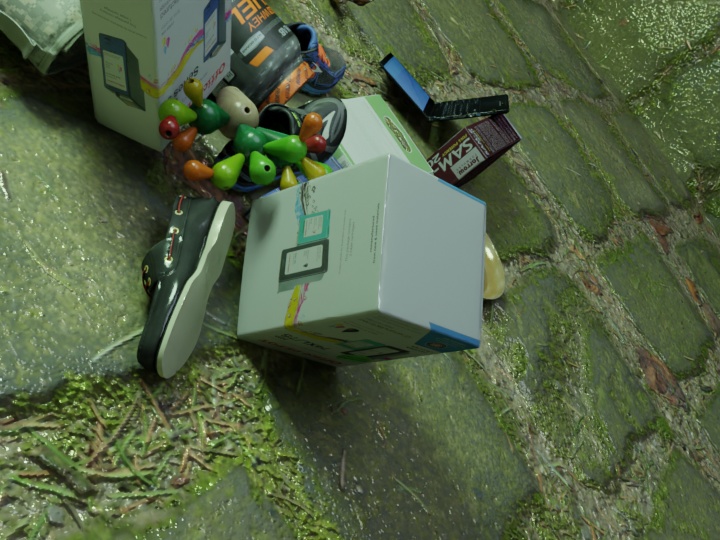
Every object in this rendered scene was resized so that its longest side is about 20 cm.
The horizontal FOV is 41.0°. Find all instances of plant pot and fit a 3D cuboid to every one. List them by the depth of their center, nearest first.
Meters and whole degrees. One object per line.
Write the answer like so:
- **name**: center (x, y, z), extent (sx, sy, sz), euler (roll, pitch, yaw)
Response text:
- **plant pot**: center (0.131, -0.038, 1.373), extent (0.199, 0.027, 0.202), euler (34, 34, -26)

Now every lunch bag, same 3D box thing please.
- **lunch bag**: center (-0.310, -0.293, 0.954), extent (0.164, 0.117, 0.201), euler (43, 34, -6)

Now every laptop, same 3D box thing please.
- **laptop**: center (0.141, -0.309, 1.577), extent (0.178, 0.196, 0.105), euler (-66, 150, -70)

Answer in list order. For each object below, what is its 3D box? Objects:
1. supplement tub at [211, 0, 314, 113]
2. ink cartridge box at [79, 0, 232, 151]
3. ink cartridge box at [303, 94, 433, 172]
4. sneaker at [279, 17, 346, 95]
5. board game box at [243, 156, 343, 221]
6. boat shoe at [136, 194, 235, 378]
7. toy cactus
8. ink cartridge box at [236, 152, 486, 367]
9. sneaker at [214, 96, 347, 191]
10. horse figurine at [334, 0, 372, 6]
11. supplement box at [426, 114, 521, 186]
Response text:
- **supplement tub**: center (-0.155, -0.273, 1.138), extent (0.200, 0.122, 0.123), euler (45, 30, -10)
- **ink cartridge box**: center (-0.192, -0.242, 0.930), extent (0.086, 0.201, 0.146), euler (26, 54, 8)
- **ink cartridge box**: center (0.006, -0.168, 1.322), extent (0.147, 0.048, 0.199), euler (56, 29, 7)
- **sneaker**: center (-0.077, -0.295, 1.316), extent (0.199, 0.078, 0.076), euler (-7, 63, -57)
- **board game box**: center (-0.040, -0.051, 1.139), extent (0.136, 0.034, 0.200), euler (51, 30, 0)
- **boat shoe**: center (-0.166, 0.011, 0.873), extent (0.062, 0.074, 0.204), euler (10, 48, 2)
- **toy cactus**: center (-0.116, -0.145, 0.967), extent (0.196, 0.104, 0.166), euler (8, 31, -27)
- **ink cartridge box**: center (0.000, 0.000, 0.933), extent (0.145, 0.198, 0.149), euler (20, 67, -41)
- **sneaker**: center (-0.079, -0.153, 1.102), extent (0.198, 0.083, 0.071), euler (-32, 80, -41)
- **horse figurine**: center (-0.059, -0.490, 1.577), extent (0.200, 0.050, 0.133), euler (43, 12, 2)
- **supplement box**: center (0.173, -0.183, 1.511), extent (0.061, 0.108, 0.200), euler (52, 28, 2)
